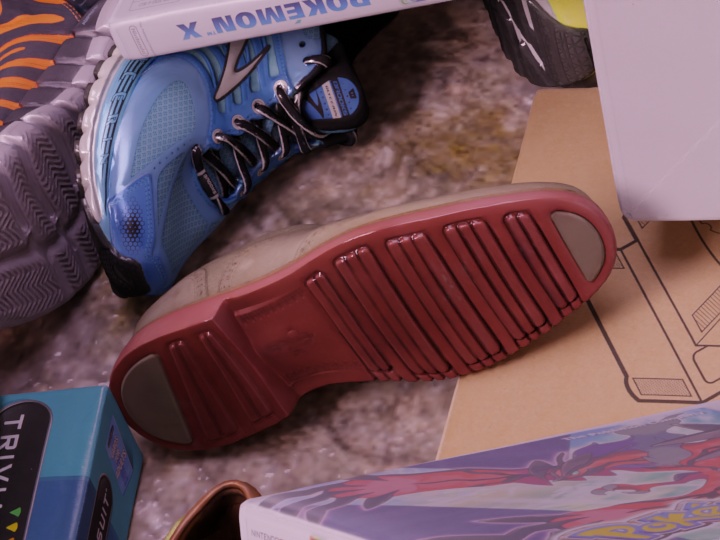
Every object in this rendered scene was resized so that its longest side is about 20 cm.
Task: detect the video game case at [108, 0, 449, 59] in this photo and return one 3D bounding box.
[{"bbox_3d":[0.010,-0.160,1.139,0.181,0.022,0.200,-8,35,23],"label":"video game case"}]

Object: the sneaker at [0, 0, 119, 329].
[{"bbox_3d":[-0.154,-0.047,1.169,0.111,0.078,0.200,0,37,26],"label":"sneaker"}]

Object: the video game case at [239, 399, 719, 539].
[{"bbox_3d":[0.091,0.071,0.849,0.199,0.023,0.182,-10,9,-28],"label":"video game case"}]

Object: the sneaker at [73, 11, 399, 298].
[{"bbox_3d":[-0.045,-0.070,1.141,0.090,0.079,0.200,11,53,24],"label":"sneaker"}]

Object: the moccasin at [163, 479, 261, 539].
[{"bbox_3d":[-0.067,0.158,0.928,0.073,0.078,0.202,10,52,28],"label":"moccasin"}]

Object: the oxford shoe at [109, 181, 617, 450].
[{"bbox_3d":[0.000,0.000,1.045,0.199,0.071,0.075,-17,31,20],"label":"oxford shoe"}]

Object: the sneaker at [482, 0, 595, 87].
[{"bbox_3d":[0.083,-0.155,1.175,0.090,0.078,0.201,-16,44,2],"label":"sneaker"}]

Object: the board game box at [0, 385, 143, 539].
[{"bbox_3d":[-0.189,0.120,1.031,0.199,0.047,0.151,-7,46,15],"label":"board game box"}]

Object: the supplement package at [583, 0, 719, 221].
[{"bbox_3d":[0.195,-0.131,1.032,0.190,0.148,0.200,1,35,20],"label":"supplement package"}]

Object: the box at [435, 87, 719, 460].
[{"bbox_3d":[0.125,0.008,1.042,0.163,0.021,0.201,0,47,19],"label":"box"}]
